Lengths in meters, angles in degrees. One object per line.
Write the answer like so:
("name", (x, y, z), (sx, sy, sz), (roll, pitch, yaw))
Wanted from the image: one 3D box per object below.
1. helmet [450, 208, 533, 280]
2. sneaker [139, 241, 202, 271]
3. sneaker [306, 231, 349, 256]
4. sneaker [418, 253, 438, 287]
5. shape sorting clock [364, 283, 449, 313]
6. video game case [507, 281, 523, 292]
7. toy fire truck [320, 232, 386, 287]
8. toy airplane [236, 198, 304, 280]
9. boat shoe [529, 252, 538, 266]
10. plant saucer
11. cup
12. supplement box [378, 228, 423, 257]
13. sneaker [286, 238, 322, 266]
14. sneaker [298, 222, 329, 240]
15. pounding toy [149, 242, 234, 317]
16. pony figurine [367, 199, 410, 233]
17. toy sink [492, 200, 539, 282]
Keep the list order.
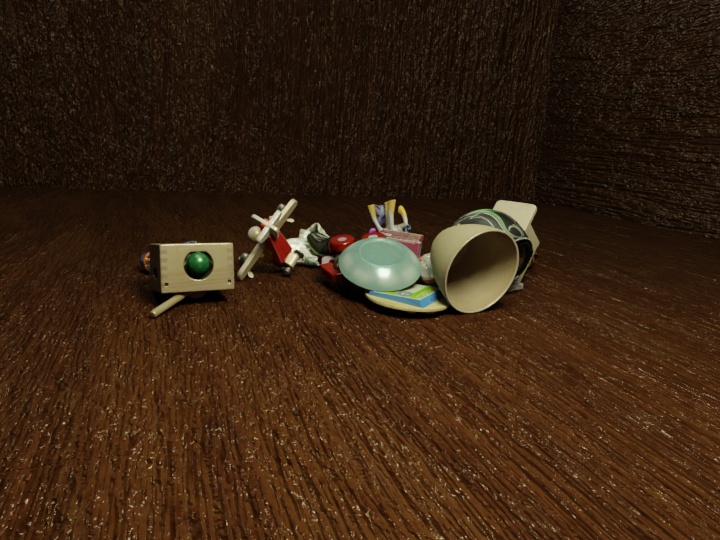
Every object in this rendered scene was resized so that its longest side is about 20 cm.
("helmet", (0.320, -0.063, 1.446), (0.198, 0.202, 0.191), (-7, 34, -37))
("sneaker", (-0.494, -0.041, 1.497), (0.078, 0.077, 0.199), (11, 13, 41))
("sneaker", (-0.061, -0.069, 1.558), (0.198, 0.085, 0.077), (25, 38, 23))
("sneaker", (0.189, 0.011, 1.450), (0.076, 0.083, 0.200), (-14, 19, 17))
("shape sorting clock", (0.107, 0.063, 1.292), (0.197, 0.040, 0.200), (3, 11, -1))
("video game case", (0.318, 0.037, 1.505), (0.198, 0.018, 0.142), (-8, 17, -39))
("toy fire truck", (-0.002, -0.012, 1.417), (0.197, 0.114, 0.168), (-5, 24, -1))
("toy airplane", (-0.243, -0.083, 1.461), (0.140, 0.202, 0.199), (23, 22, 28))
("boat shoe", (0.512, -0.035, 1.780), (0.199, 0.072, 0.068), (0, 44, -50))
("plant saucer", (0.048, -0.029, 1.324), (0.198, 0.039, 0.202), (3, 38, -2))
("cup", (0.238, -0.025, 1.292), (0.198, 0.203, 0.143), (-3, 26, -28))
("supplement box", (0.107, -0.052, 1.601), (0.129, 0.105, 0.200), (11, 10, 8))
("sneaker", (-0.153, -0.043, 1.610), (0.197, 0.076, 0.089), (-7, 36, -15))
("sneaker", (-0.122, -0.096, 1.743), (0.077, 0.101, 0.199), (7, 6, 28))
("pounding toy", (-0.378, 0.013, 1.227), (0.182, 0.144, 0.199), (-3, 4, -28))
("pony figurine", (0.082, -0.112, 1.769), (0.165, 0.203, 0.192), (-16, 7, -38))
("toy sink", (0.421, -0.080, 1.601), (0.129, 0.202, 0.112), (15, -21, 42))
